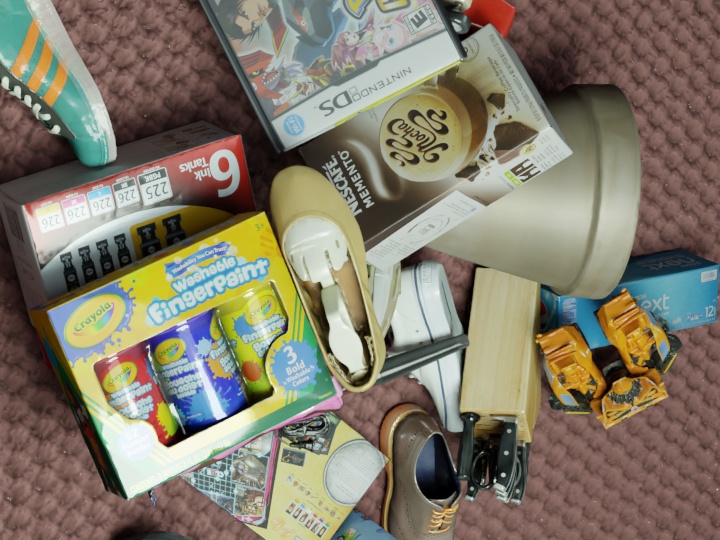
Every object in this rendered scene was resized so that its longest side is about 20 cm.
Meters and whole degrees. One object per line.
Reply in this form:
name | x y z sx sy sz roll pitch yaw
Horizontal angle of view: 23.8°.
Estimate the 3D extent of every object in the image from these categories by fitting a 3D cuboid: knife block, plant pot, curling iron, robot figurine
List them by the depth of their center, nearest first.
curling iron | 0.010 0.107 1.575 0.199 0.026 0.050 -28 106 -7
plant pot | 0.145 -0.078 1.581 0.173 0.200 0.201 3 102 -12
knife block | 0.130 0.114 1.619 0.064 0.176 0.201 2 107 12
robot figurine | 0.242 0.093 1.660 0.145 0.058 0.200 -29 148 7

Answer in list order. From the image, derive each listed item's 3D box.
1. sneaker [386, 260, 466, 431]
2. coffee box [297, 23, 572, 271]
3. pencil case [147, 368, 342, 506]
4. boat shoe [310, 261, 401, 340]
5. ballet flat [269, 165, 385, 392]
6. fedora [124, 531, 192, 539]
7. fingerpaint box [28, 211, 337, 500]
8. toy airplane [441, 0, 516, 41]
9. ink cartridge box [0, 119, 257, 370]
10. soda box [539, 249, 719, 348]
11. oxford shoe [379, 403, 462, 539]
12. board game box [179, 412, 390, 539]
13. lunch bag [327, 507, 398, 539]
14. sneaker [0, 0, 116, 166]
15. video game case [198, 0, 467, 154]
sneaker | 0.061 0.073 1.637 0.070 0.073 0.201 -5 125 14
coffee box | 0.063 -0.102 1.461 0.200 0.113 0.080 -33 158 12
pencil case | -0.112 0.122 1.495 0.199 0.094 0.091 -25 108 -18
boat shoe | 0.000 0.000 1.546 0.068 0.074 0.201 66 33 -49
ballet flat | -0.022 0.010 1.405 0.068 0.063 0.201 -18 112 9
fedora | -0.156 0.330 1.556 0.092 0.200 0.201 -10 113 -63
fingerpaint box | -0.143 0.066 1.396 0.199 0.073 0.167 -25 100 -21
toy airplane | 0.010 -0.249 1.491 0.199 0.141 0.200 -26 79 -7
ink cartridge box | -0.188 -0.013 1.463 0.199 0.084 0.176 -21 113 -23
soda box | 0.263 0.030 1.727 0.199 0.068 0.064 -9 110 -26
oxford shoe | 0.064 0.234 1.672 0.071 0.073 0.201 -20 112 -23
board game box | -0.082 0.173 1.599 0.200 0.035 0.136 42 82 -30
lunch bag | -0.032 0.336 1.602 0.200 0.150 0.094 -37 118 -15
sneaker | -0.271 -0.164 1.387 0.080 0.071 0.201 -31 106 -15
video game case | -0.035 -0.224 1.416 0.180 0.026 0.201 -25 97 15
